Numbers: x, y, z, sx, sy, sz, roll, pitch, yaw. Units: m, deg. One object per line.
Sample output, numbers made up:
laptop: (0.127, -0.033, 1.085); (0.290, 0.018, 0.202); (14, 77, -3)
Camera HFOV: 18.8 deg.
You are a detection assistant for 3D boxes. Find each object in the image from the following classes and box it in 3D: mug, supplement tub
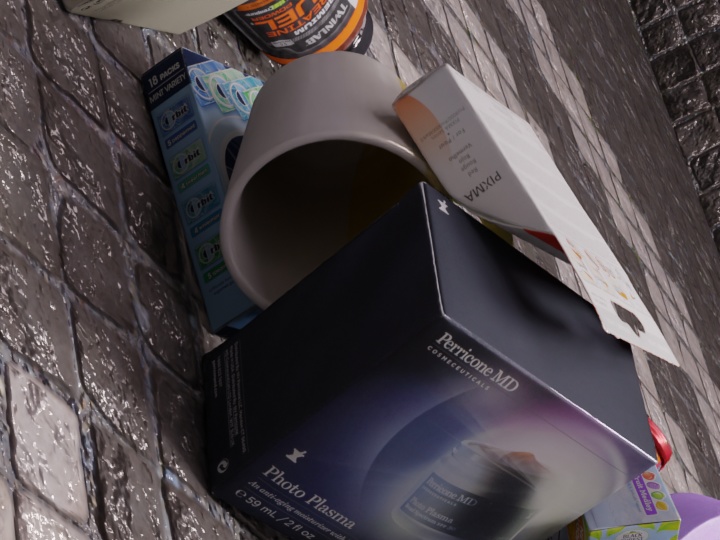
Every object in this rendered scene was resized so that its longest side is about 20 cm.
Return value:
mug: (-0.007, -0.052, 1.416); (0.187, 0.149, 0.154); (52, 19, -30)
supplement tub: (-0.061, -0.230, 1.726); (0.200, 0.106, 0.108); (39, 29, -56)

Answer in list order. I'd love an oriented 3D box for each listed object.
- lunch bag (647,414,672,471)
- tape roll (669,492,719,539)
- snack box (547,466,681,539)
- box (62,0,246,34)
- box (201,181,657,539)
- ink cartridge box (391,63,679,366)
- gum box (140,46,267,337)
lunch bag: (0.165, 0.133, 1.819); (0.176, 0.082, 0.200); (42, -16, 10)
tape roll: (0.250, 0.272, 1.633); (0.065, 0.200, 0.201); (14, -36, 54)
snack box: (0.149, 0.185, 1.453); (0.169, 0.067, 0.201); (-108, -165, -50)
box: (-0.149, -0.217, 1.490); (0.083, 0.068, 0.200); (67, 15, 6)
box: (0.040, 0.085, 1.332); (0.199, 0.198, 0.124); (33, 31, -32)
ink cartridge box: (0.111, -0.022, 1.357); (0.201, 0.050, 0.162); (62, 16, 21)
gum box: (-0.059, -0.039, 1.497); (0.169, 0.044, 0.201); (18, 47, -52)
